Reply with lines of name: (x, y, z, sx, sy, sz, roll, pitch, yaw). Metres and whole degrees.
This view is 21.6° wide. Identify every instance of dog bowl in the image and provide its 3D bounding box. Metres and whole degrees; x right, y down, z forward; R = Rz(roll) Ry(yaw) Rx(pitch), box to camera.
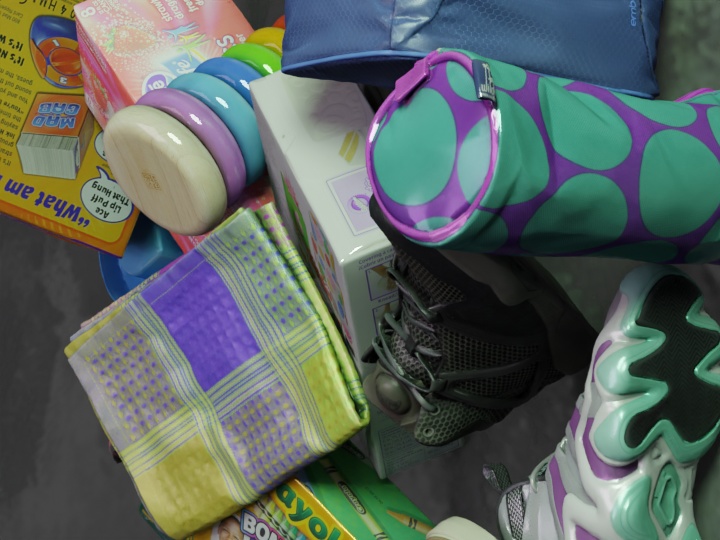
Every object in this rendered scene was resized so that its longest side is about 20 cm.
dog bowl: (-0.124, -0.045, 1.347, 0.200, 0.050, 0.112, -37, 56, 50)

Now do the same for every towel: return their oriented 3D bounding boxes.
towel: (-0.085, 0.063, 1.065, 0.200, 0.023, 0.144, -33, 81, 42)

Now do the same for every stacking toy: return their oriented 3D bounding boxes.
stacking toy: (-0.056, -0.110, 1.108, 0.085, 0.200, 0.085, 30, 146, 23)

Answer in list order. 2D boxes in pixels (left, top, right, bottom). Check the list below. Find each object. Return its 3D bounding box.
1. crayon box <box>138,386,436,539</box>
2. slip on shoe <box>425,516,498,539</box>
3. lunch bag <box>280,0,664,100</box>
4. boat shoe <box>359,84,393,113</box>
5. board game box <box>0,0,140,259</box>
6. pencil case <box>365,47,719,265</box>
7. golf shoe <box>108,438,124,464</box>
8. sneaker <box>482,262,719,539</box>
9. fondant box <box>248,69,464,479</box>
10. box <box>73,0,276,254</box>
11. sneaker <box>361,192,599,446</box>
crayon box: (-0.032, 0.161, 1.106, 0.200, 0.058, 0.119, 43, 128, 22)
slip on shoe: (0.083, 0.214, 0.926, 0.200, 0.061, 0.076, 56, 160, 14)
lunch bag: (0.052, -0.157, 0.944, 0.136, 0.200, 0.133, 3, 87, 55)
boat shoe: (0.048, -0.072, 1.046, 0.075, 0.073, 0.200, 79, 172, -54)
board game box: (-0.249, -0.144, 1.345, 0.200, 0.200, 0.200, 15, 83, 65)
pencil case: (0.105, -0.050, 0.850, 0.085, 0.200, 0.093, -29, 63, 49)
golf shoe: (-0.124, 0.046, 1.186, 0.200, 0.072, 0.092, 126, 136, -53)
sneaker: (0.110, 0.095, 0.943, 0.140, 0.078, 0.200, 4, 89, 57)
fondant box: (0.000, 0.000, 1.054, 0.200, 0.058, 0.144, 78, 168, -50)
box: (-0.094, -0.088, 1.196, 0.200, 0.095, 0.103, 55, 160, 26)
sneaker: (0.039, 0.027, 0.927, 0.114, 0.199, 0.076, -40, 58, 5)
